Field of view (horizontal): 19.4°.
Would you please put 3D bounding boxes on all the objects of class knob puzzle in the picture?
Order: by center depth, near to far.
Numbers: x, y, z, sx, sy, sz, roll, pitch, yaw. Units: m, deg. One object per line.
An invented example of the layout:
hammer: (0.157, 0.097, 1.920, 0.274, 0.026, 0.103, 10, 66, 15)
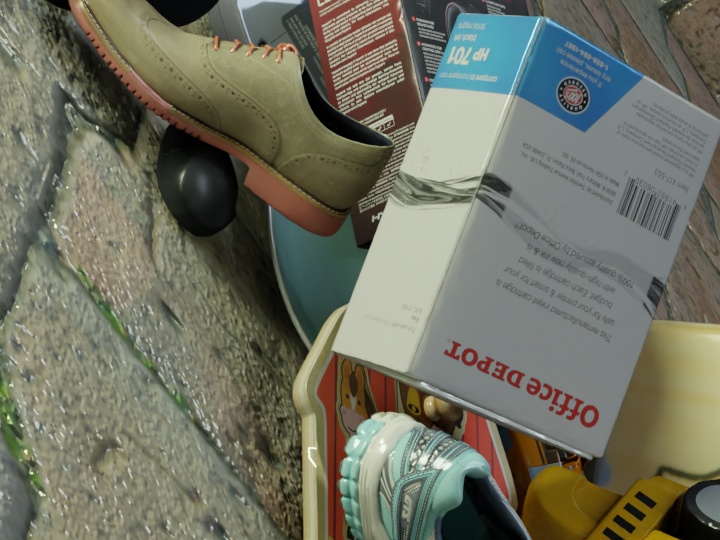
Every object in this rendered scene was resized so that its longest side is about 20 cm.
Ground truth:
knob puzzle: (0.036, 0.096, 1.170, 0.219, 0.030, 0.221, 31, 49, -44)

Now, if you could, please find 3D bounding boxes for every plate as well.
plate: (0.000, 0.000, 1.293, 0.200, 0.025, 0.201, 30, 49, -43)

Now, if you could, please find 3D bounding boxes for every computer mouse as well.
computer mouse: (-0.085, -0.082, 1.233, 0.059, 0.034, 0.200, 51, 19, -25)

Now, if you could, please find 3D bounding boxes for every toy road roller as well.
toy road roller: (0.138, 0.191, 1.187, 0.200, 0.145, 0.124, -36, 138, -51)

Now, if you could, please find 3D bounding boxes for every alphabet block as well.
alphabet block: (0.294, 0.148, 1.497, 0.196, 0.199, 0.197, 22, 76, -58)

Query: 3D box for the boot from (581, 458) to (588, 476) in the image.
boot: (0.154, 0.099, 1.528, 0.189, 0.068, 0.201, 89, -3, -53)

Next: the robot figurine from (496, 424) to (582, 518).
robot figurine: (0.102, 0.108, 1.364, 0.145, 0.058, 0.201, 87, -14, -57)

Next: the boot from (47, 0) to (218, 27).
boot: (-0.164, -0.198, 1.183, 0.097, 0.075, 0.200, 45, 13, 27)

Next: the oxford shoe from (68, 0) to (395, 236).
oxford shoe: (-0.069, -0.107, 1.158, 0.200, 0.075, 0.071, 37, 22, -18)

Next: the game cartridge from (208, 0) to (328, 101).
game cartridge: (-0.013, -0.112, 1.372, 0.133, 0.041, 0.201, -39, 105, -34)

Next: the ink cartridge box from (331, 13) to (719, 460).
ink cartridge box: (0.092, -0.019, 1.139, 0.146, 0.201, 0.086, 25, -5, -34)

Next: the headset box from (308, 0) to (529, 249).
headset box: (0.051, -0.112, 1.334, 0.148, 0.075, 0.201, 7, 66, -51)

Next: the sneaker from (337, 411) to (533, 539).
sneaker: (0.057, 0.166, 1.084, 0.078, 0.086, 0.201, -45, 125, -30)
